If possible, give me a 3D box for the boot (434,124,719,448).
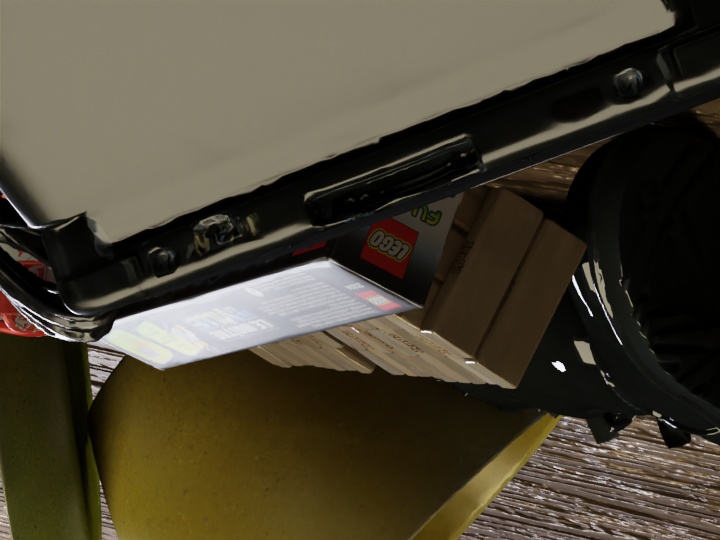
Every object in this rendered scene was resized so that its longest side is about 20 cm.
[{"bbox_3d":[0.076,0.006,0.965,0.162,0.074,0.198,14,160,39],"label":"boot"}]

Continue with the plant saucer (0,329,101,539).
[{"bbox_3d":[-0.133,0.047,1.147,0.031,0.201,0.200,-6,162,-2],"label":"plant saucer"}]

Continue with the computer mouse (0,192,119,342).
[{"bbox_3d":[-0.104,-0.076,0.869,0.138,0.053,0.200,31,134,-3],"label":"computer mouse"}]

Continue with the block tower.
[{"bbox_3d":[0.000,0.000,0.925,0.054,0.058,0.200,34,166,-21],"label":"block tower"}]

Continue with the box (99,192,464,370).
[{"bbox_3d":[-0.021,-0.032,0.883,0.035,0.111,0.200,27,161,-21],"label":"box"}]

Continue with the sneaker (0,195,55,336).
[{"bbox_3d":[-0.124,-0.041,0.968,0.067,0.109,0.202,12,163,4],"label":"sneaker"}]

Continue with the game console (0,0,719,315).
[{"bbox_3d":[0.003,-0.074,0.659,0.199,0.117,0.176,-19,180,29],"label":"game console"}]

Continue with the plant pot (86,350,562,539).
[{"bbox_3d":[-0.031,0.077,1.139,0.142,0.200,0.200,45,165,9],"label":"plant pot"}]
